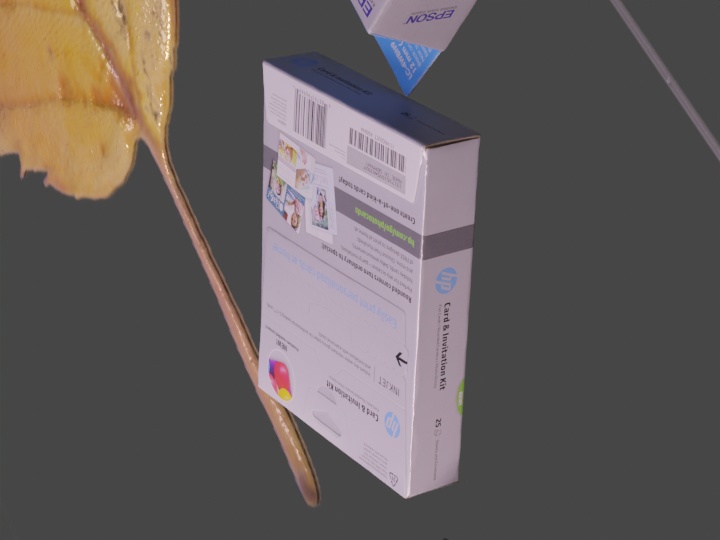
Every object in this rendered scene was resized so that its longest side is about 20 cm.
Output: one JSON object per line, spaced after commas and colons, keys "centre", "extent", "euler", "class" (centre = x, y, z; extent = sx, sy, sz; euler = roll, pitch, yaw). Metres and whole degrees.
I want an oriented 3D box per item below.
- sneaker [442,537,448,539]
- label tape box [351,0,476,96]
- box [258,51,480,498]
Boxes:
{"centre": [0.073, 0.243, 1.059], "extent": [0.200, 0.106, 0.075], "euler": [50, 174, -8], "class": "sneaker"}
{"centre": [0.010, -0.196, 0.997], "extent": [0.144, 0.066, 0.200], "euler": [63, 144, 21], "class": "label tape box"}
{"centre": [0.000, 0.000, 1.107], "extent": [0.156, 0.041, 0.202], "euler": [31, 126, 49], "class": "box"}
